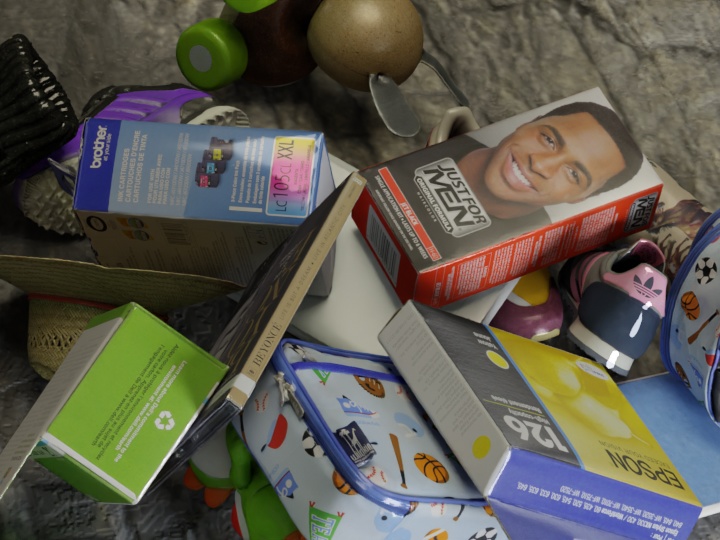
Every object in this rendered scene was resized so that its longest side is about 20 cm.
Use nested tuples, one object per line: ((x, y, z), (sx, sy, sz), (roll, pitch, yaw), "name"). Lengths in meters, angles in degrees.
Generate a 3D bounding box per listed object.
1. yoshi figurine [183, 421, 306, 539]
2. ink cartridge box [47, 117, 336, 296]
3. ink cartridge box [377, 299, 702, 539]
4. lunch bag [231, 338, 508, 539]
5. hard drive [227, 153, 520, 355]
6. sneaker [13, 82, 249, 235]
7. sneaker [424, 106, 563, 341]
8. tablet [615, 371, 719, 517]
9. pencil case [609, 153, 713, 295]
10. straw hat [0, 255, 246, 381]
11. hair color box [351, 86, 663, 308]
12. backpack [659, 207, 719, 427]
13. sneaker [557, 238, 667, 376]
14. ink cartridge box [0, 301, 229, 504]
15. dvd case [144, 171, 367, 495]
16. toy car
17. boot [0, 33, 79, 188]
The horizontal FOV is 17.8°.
((-0.049, 0.119, 1.513), (0.112, 0.112, 0.200), (-26, 46, -22), "yoshi figurine")
((-0.121, -0.045, 1.618), (0.200, 0.136, 0.076), (3, 68, 6), "ink cartridge box")
((0.128, 0.115, 1.470), (0.198, 0.047, 0.200), (20, 24, -42), "ink cartridge box")
((0.015, 0.113, 1.450), (0.200, 0.076, 0.160), (14, 33, -45), "lunch bag")
((0.000, 0.000, 1.681), (0.200, 0.026, 0.132), (30, 70, 16), "hard drive")
((-0.190, -0.093, 1.742), (0.200, 0.070, 0.100), (-22, 46, -36), "sneaker")
((0.096, -0.034, 1.725), (0.075, 0.090, 0.200), (-12, 49, -24), "sneaker")
((0.207, 0.125, 1.609), (0.200, 0.014, 0.130), (-8, 45, -43), "tablet")
((0.211, -0.049, 1.780), (0.078, 0.089, 0.200), (-43, 62, -10), "pencil case")
((-0.182, 0.043, 1.579), (0.201, 0.201, 0.085), (6, 85, -8), "straw hat")
((0.105, -0.051, 1.655), (0.200, 0.061, 0.102), (-21, 60, -18), "hair color box")
((0.309, 0.026, 1.647), (0.190, 0.200, 0.154), (-12, 33, -30), "backpack")
((0.192, 0.009, 1.666), (0.070, 0.082, 0.200), (31, 15, -9), "sneaker")
((-0.180, 0.125, 1.428), (0.076, 0.148, 0.200), (35, 77, -10), "ink cartridge box")
((-0.071, 0.040, 1.470), (0.016, 0.149, 0.200), (35, 52, -10), "dvd case")
((-0.010, -0.176, 1.813), (0.200, 0.158, 0.164), (40, 39, 13), "toy car")
((-0.307, -0.128, 1.678), (0.158, 0.079, 0.211), (-42, 65, 9), "boot")
